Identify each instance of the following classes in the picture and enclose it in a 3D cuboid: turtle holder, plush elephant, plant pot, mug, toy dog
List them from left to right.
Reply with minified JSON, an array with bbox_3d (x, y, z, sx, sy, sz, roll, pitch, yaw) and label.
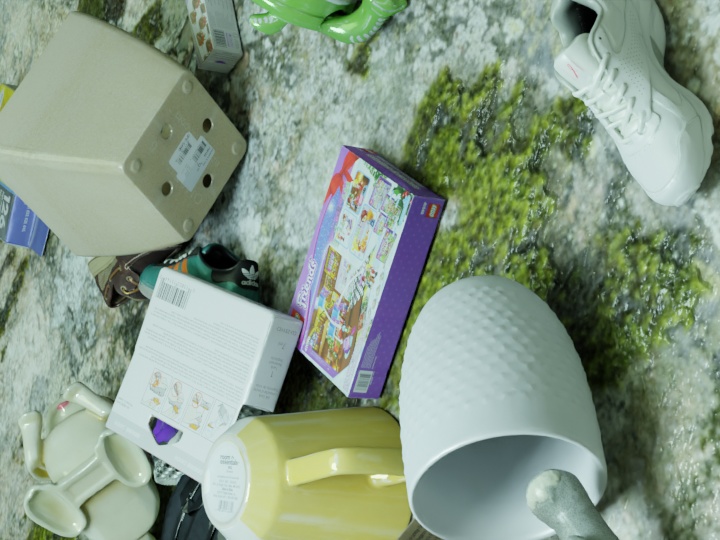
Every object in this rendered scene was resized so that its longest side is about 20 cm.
[{"bbox_3d":[-0.293,0.207,1.801,0.140,0.194,0.200,-45,32,5],"label":"toy dog"},{"bbox_3d":[-0.245,-0.134,1.710,0.177,0.200,0.200,12,63,39],"label":"plant pot"},{"bbox_3d":[-0.048,0.178,1.421,0.187,0.153,0.150,-59,40,31],"label":"mug"},{"bbox_3d":[-0.051,-0.296,1.530,0.132,0.141,0.186,-61,38,27],"label":"turtle holder"},{"bbox_3d":[0.091,0.113,1.238,0.176,0.147,0.200,-96,26,-42],"label":"mug"},{"bbox_3d":[0.135,0.275,1.109,0.200,0.155,0.165,46,152,37],"label":"plush elephant"}]

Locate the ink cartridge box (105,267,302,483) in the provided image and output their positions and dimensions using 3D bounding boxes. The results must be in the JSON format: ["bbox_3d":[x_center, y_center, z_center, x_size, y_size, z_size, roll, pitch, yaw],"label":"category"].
[{"bbox_3d":[-0.158,0.104,1.582,0.200,0.045,0.177,20,91,49],"label":"ink cartridge box"}]

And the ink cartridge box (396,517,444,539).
[{"bbox_3d":[0.040,0.288,1.235,0.075,0.200,0.165,20,102,13],"label":"ink cartridge box"}]

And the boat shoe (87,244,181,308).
[{"bbox_3d":[-0.253,0.000,1.844,0.200,0.072,0.072,-24,76,53],"label":"boat shoe"}]

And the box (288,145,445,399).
[{"bbox_3d":[0.000,0.000,1.486,0.137,0.039,0.200,39,116,51],"label":"box"}]

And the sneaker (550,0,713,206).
[{"bbox_3d":[0.187,-0.131,1.179,0.078,0.099,0.200,-50,45,39],"label":"sneaker"}]

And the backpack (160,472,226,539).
[{"bbox_3d":[-0.132,0.283,1.555,0.163,0.153,0.200,28,125,58],"label":"backpack"}]

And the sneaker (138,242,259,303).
[{"bbox_3d":[-0.167,0.007,1.712,0.200,0.071,0.080,17,95,50],"label":"sneaker"}]

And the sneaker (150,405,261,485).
[{"bbox_3d":[-0.171,0.140,1.687,0.200,0.069,0.100,-46,46,41],"label":"sneaker"}]

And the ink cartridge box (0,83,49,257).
[{"bbox_3d":[-0.467,-0.140,2.205,0.200,0.047,0.198,31,108,56],"label":"ink cartridge box"}]

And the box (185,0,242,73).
[{"bbox_3d":[-0.173,-0.314,1.803,0.039,0.041,0.200,-42,51,44],"label":"box"}]
